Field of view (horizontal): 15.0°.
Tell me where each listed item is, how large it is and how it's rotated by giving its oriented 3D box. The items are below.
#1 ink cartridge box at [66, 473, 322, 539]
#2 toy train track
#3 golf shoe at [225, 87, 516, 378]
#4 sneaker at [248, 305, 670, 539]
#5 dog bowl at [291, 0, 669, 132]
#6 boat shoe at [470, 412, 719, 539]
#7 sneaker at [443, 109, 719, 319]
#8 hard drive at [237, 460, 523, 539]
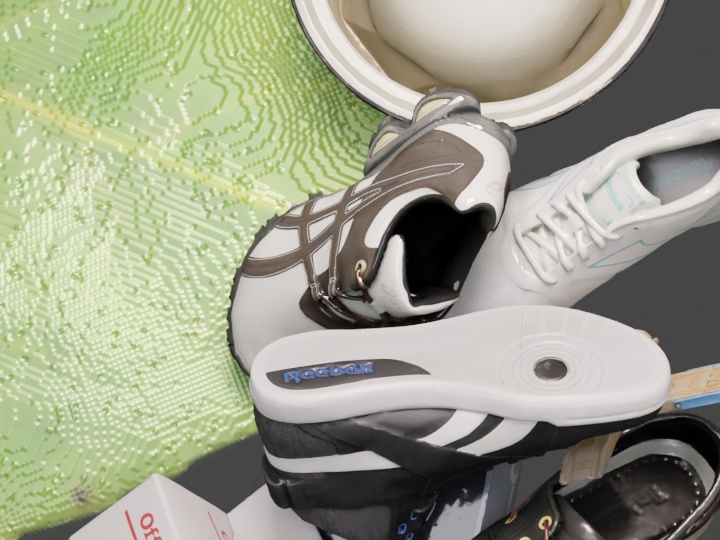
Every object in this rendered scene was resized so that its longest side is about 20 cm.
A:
[{"bbox_3d":[-0.109,0.184,1.348,0.200,0.068,0.116,-37,51,14],"label":"ink cartridge box"},{"bbox_3d":[0.154,0.049,1.341,0.200,0.115,0.033,-14,118,30],"label":"toy train track"},{"bbox_3d":[0.000,0.000,1.359,0.078,0.095,0.200,27,122,-24],"label":"golf shoe"},{"bbox_3d":[0.050,0.081,1.331,0.200,0.112,0.073,-1,39,6],"label":"sneaker"},{"bbox_3d":[0.064,-0.161,1.416,0.200,0.074,0.200,-1,81,6],"label":"dog bowl"},{"bbox_3d":[0.098,0.137,1.339,0.201,0.063,0.074,-33,66,-22],"label":"boat shoe"},{"bbox_3d":[0.115,-0.028,1.390,0.200,0.080,0.070,-31,82,3],"label":"sneaker"},{"bbox_3d":[-0.006,0.164,1.394,0.135,0.042,0.200,19,85,8],"label":"hard drive"}]
